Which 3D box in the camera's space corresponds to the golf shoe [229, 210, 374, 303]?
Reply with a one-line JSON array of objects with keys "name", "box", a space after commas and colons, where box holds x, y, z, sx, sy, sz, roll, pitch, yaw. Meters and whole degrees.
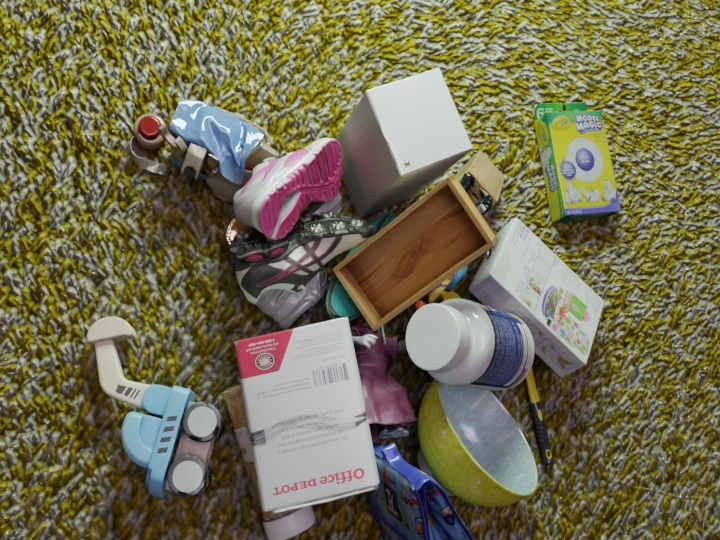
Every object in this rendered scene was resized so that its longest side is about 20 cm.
[{"name": "golf shoe", "box": [-0.075, -0.023, 0.933, 0.195, 0.077, 0.090, -14, 114, -17]}]

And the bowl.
[{"name": "bowl", "box": [0.142, 0.249, 0.972, 0.200, 0.201, 0.108, 44, 113, -5]}]

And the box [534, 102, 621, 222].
[{"name": "box", "box": [0.361, -0.188, 1.173, 0.114, 0.048, 0.206, -6, 79, -19]}]

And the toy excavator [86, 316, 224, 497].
[{"name": "toy excavator", "box": [-0.268, 0.174, 0.885, 0.195, 0.100, 0.200, 15, 74, -5]}]

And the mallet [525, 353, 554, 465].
[{"name": "mallet", "box": [0.257, 0.195, 1.070, 0.064, 0.041, 0.206, -4, 84, -19]}]

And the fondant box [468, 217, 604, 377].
[{"name": "fondant box", "box": [0.271, 0.039, 1.067, 0.199, 0.058, 0.145, 41, 47, -5]}]

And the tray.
[{"name": "tray", "box": [0.067, -0.020, 0.895, 0.199, 0.037, 0.100, -37, 88, 25]}]

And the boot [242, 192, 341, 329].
[{"name": "boot", "box": [-0.073, -0.014, 0.997, 0.096, 0.073, 0.201, 44, 76, -13]}]

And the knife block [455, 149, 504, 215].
[{"name": "knife block", "box": [0.169, -0.117, 1.029, 0.064, 0.175, 0.200, 45, 70, -4]}]

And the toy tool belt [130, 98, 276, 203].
[{"name": "toy tool belt", "box": [-0.213, -0.178, 0.950, 0.196, 0.123, 0.128, 20, 74, -12]}]

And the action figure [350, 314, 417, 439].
[{"name": "action figure", "box": [0.014, 0.138, 0.988, 0.132, 0.148, 0.205, 19, 53, -36]}]

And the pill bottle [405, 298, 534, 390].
[{"name": "pill bottle", "box": [0.146, 0.099, 0.940, 0.198, 0.109, 0.114, 16, 71, -51]}]

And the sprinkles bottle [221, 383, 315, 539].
[{"name": "sprinkles bottle", "box": [-0.121, 0.245, 0.923, 0.067, 0.068, 0.205, -17, 84, -19]}]

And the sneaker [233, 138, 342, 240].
[{"name": "sneaker", "box": [-0.095, -0.120, 0.922, 0.200, 0.086, 0.083, -42, 136, -43]}]

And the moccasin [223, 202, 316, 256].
[{"name": "moccasin", "box": [-0.110, -0.092, 0.989, 0.199, 0.078, 0.074, -36, 91, -20]}]

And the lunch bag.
[{"name": "lunch bag", "box": [0.074, 0.309, 0.898, 0.093, 0.150, 0.204, -27, 106, -20]}]

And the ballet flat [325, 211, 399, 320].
[{"name": "ballet flat", "box": [0.000, 0.000, 1.004, 0.067, 0.070, 0.202, 44, 57, -16]}]

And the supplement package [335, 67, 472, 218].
[{"name": "supplement package", "box": [0.051, -0.173, 0.991, 0.117, 0.200, 0.124, -22, 86, -19]}]

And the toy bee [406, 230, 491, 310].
[{"name": "toy bee", "box": [0.093, 0.005, 0.972, 0.130, 0.201, 0.109, 39, 74, 16]}]

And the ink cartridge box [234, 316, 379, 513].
[{"name": "ink cartridge box", "box": [-0.064, 0.174, 0.860, 0.141, 0.083, 0.206, -11, 82, -4]}]
